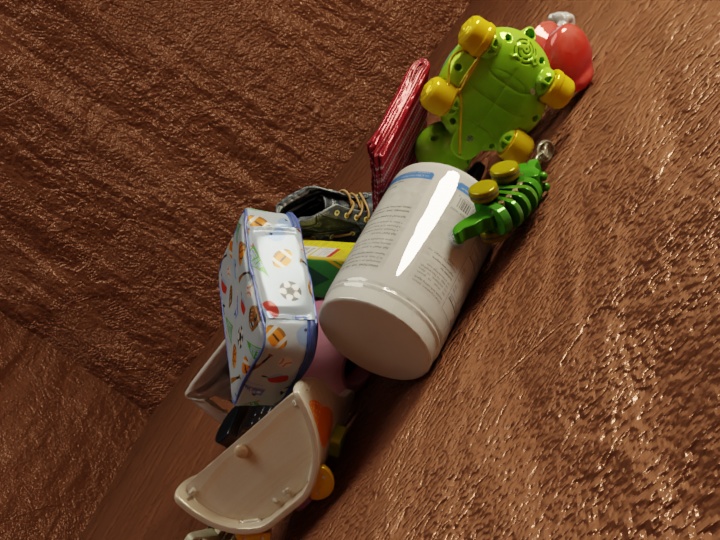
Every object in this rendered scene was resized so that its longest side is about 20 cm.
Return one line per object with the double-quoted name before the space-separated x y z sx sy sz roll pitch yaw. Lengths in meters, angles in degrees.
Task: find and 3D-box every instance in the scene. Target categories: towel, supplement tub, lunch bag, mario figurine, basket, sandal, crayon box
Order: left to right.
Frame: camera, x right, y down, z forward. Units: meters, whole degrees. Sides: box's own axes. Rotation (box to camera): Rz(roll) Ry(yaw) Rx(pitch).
"basket" -0.174 0.153 1.619 0.200 0.135 0.124 -48 9 31
"lunch bag" -0.106 0.040 1.064 0.161 0.075 0.201 119 149 -50
"crayon box" 0.000 0.000 1.195 0.127 0.198 0.051 -41 -46 -75
"towel" 0.044 -0.129 1.124 0.201 0.022 0.145 87 -153 -59
"supplement tub" 0.054 -0.003 1.023 0.201 0.132 0.132 -59 10 -32
"sandal" 0.127 -0.074 1.218 0.075 0.045 0.200 -52 -5 -20
"mario figurine" 0.204 -0.241 1.188 0.200 0.105 0.125 128 139 -66

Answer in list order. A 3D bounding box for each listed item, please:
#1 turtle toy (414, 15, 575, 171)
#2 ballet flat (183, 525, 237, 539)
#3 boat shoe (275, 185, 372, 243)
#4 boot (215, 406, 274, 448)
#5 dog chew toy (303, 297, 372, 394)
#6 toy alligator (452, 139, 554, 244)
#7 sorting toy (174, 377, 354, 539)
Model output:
"turtle toy" 0.132 -0.186 1.095 0.201 0.145 0.101 -55 17 15
"ballet flat" -0.171 0.321 1.165 0.201 0.075 0.068 -54 37 -1
"boat shoe" -0.013 -0.075 1.289 0.199 0.071 0.091 -18 -32 -4
"boot" -0.101 0.198 1.227 0.200 0.097 0.075 -31 29 55
"dog chew toy" -0.074 0.079 1.196 0.199 0.125 0.125 21 70 37
"toy alligator" 0.167 -0.083 1.005 0.054 0.060 0.200 9 39 41
"sorting toy" -0.073 0.197 1.079 0.200 0.107 0.180 -42 -3 22
